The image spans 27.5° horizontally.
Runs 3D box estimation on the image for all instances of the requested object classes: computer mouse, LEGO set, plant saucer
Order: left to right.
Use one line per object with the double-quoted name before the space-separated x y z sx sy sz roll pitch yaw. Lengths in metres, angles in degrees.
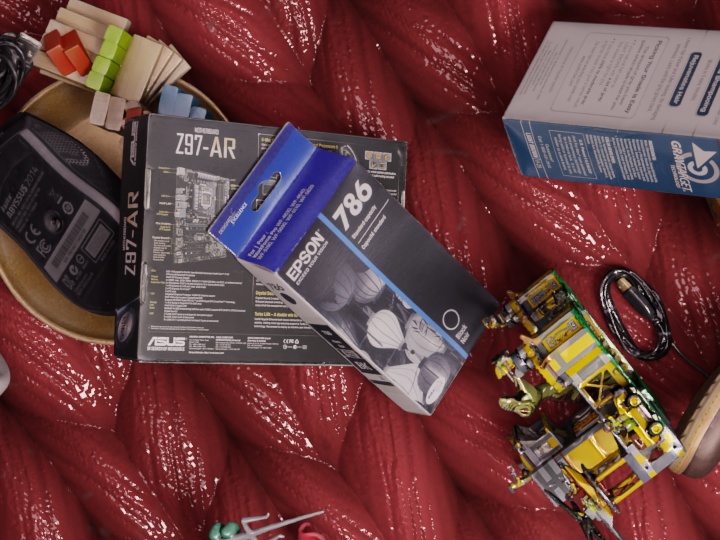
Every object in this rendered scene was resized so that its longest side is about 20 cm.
"computer mouse" -0.207 -0.057 1.018 0.200 0.053 0.139 47 121 6
"plant saucer" -0.172 -0.046 1.066 0.199 0.035 0.201 0 88 6
"LEGO set" 0.125 0.093 0.968 0.116 0.200 0.154 -39 104 8
"computer mouse" 0.244 0.072 1.025 0.200 0.034 0.059 41 93 5

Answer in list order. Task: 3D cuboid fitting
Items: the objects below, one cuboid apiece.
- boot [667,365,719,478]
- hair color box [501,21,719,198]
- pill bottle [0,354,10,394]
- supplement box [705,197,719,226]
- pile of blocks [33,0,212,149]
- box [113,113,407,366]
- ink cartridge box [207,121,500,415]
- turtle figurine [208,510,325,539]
"boot" 0.314 0.104 0.968 0.166 0.072 0.200 41 66 12
"hair color box" 0.205 -0.105 0.963 0.199 0.061 0.100 9 55 31
"pill bottle" -0.354 0.114 1.041 0.112 0.112 0.200 44 93 5
"supplement box" 0.328 -0.095 1.006 0.199 0.069 0.067 -20 86 3
"pile of blocks" -0.148 -0.114 1.016 0.082 0.062 0.200 -44 85 3
"box" -0.064 -0.016 0.997 0.199 0.043 0.161 2 89 -31
"ink cartridge box" 0.000 0.000 0.988 0.200 0.039 0.100 42 71 -24
"turtle figurine" -0.071 0.254 1.018 0.200 0.101 0.150 -35 71 19
